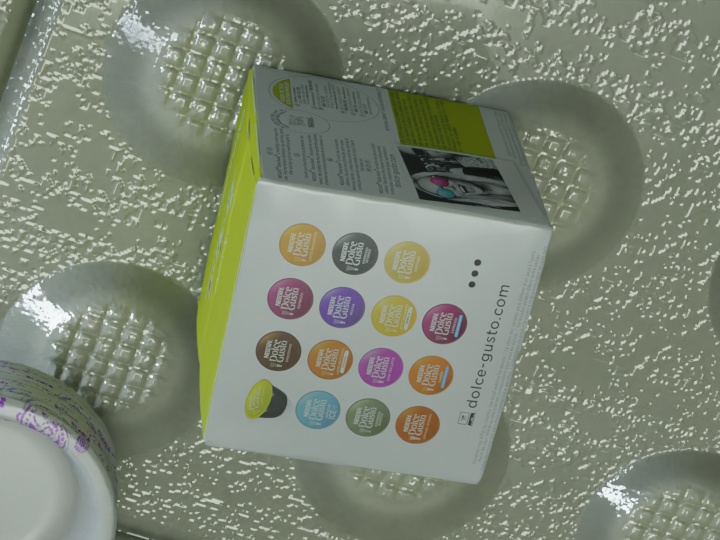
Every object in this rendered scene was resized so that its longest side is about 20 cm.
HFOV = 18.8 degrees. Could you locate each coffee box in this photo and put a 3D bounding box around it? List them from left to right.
[{"bbox_3d":[0.000,0.000,1.485,0.197,0.200,0.201,9,116,-10],"label":"coffee box"}]

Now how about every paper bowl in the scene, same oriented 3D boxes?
[{"bbox_3d":[-0.277,0.156,1.593,0.199,0.105,0.202,-2,118,-4],"label":"paper bowl"}]
